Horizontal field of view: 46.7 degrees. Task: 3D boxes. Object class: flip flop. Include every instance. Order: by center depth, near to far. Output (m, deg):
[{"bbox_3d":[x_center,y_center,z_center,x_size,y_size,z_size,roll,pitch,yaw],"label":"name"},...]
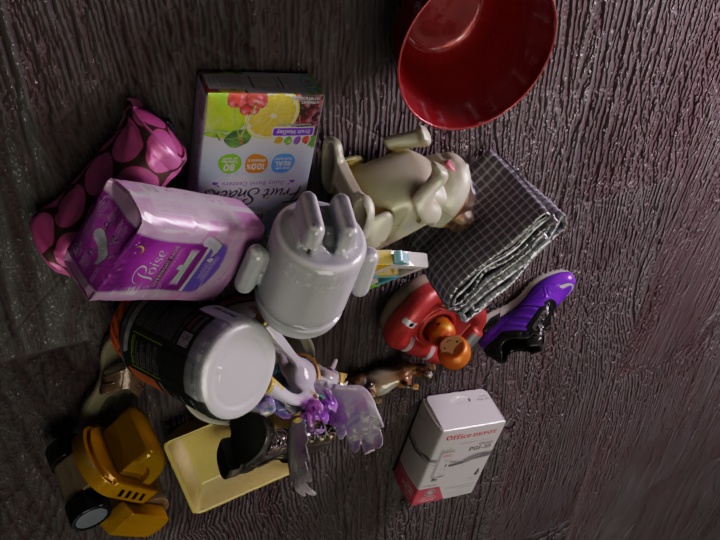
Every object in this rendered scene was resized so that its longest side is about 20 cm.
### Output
[{"bbox_3d":[-0.324,0.154,1.123,0.080,0.058,0.202,13,120,-37],"label":"flip flop"}]

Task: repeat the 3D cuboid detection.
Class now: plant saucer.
[{"bbox_3d":[-0.196,0.275,1.310,0.197,0.049,0.202,-20,135,-13],"label":"plant saucer"}]

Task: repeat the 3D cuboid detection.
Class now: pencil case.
[{"bbox_3d":[-0.282,-0.090,0.919,0.200,0.094,0.091,-44,178,10],"label":"pencil case"}]

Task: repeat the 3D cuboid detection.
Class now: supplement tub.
[{"bbox_3d":[-0.208,0.092,1.008,0.122,0.198,0.125,-23,121,-44],"label":"supplement tub"}]

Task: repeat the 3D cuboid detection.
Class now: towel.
[{"bbox_3d":[0.167,-0.053,1.157,0.200,0.166,0.085,-44,130,11],"label":"towel"}]

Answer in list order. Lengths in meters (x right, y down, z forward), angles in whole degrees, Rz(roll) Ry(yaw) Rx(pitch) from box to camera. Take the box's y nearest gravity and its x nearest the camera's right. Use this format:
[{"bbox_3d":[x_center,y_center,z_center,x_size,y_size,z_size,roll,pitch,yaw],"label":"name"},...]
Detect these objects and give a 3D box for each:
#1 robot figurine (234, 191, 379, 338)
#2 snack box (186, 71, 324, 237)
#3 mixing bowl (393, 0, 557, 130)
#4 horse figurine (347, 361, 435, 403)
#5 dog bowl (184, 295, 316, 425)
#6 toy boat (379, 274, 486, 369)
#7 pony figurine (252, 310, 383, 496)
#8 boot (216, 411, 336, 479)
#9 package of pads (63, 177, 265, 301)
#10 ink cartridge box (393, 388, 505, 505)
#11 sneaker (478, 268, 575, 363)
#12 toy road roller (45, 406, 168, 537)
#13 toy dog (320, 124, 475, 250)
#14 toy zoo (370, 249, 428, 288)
[{"bbox_3d":[-0.061,0.001,0.975,0.166,0.114,0.202,4,137,-18],"label":"robot figurine"},{"bbox_3d":[-0.129,-0.132,0.991,0.140,0.053,0.202,-4,131,-24],"label":"snack box"},{"bbox_3d":[0.114,-0.278,0.964,0.197,0.109,0.202,-15,137,-15],"label":"mixing bowl"},{"bbox_3d":[0.035,0.183,1.338,0.197,0.132,0.051,-18,92,-15],"label":"horse figurine"},{"bbox_3d":[-0.165,0.122,1.178,0.197,0.074,0.203,-16,135,-17],"label":"dog bowl"},{"bbox_3d":[0.125,0.098,1.285,0.198,0.131,0.131,24,113,-42],"label":"toy boat"},{"bbox_3d":[-0.070,0.168,1.093,0.165,0.195,0.199,-32,136,23],"label":"pony figurine"},{"bbox_3d":[-0.111,0.245,1.231,0.171,0.070,0.200,-6,157,-30],"label":"boot"},{"bbox_3d":[-0.208,-0.028,0.915,0.121,0.076,0.199,-52,153,20],"label":"package of pads"},{"bbox_3d":[0.161,0.326,1.539,0.144,0.083,0.203,-3,129,-28],"label":"ink cartridge box"},{"bbox_3d":[0.290,0.086,1.393,0.199,0.100,0.070,-36,139,3],"label":"sneaker"},{"bbox_3d":[-0.321,0.275,1.157,0.145,0.124,0.200,-39,149,6],"label":"toy road roller"},{"bbox_3d":[0.061,-0.089,1.084,0.197,0.140,0.196,-14,138,-21],"label":"toy dog"},{"bbox_3d":[0.000,0.000,1.118,0.129,0.021,0.199,1,167,-30],"label":"toy zoo"}]
